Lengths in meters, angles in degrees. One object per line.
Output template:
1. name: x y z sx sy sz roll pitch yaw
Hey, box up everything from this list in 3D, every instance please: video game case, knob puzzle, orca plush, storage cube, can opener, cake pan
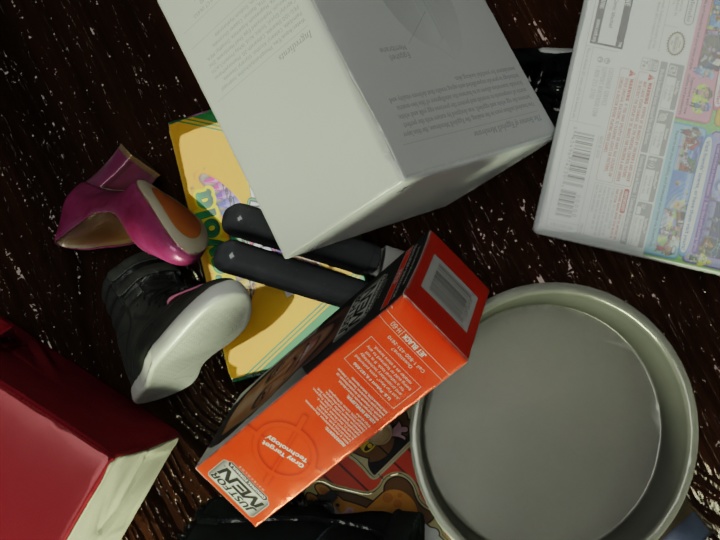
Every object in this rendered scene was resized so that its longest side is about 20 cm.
1. video game case: 0.228 -0.104 0.841 0.180 0.022 0.202 13 95 8
2. knob puzzle: 0.024 0.141 0.889 0.217 0.030 0.222 1 102 4
3. orca plush: 0.144 -0.145 0.897 0.199 0.071 0.106 32 92 8
4. storage cube: -0.265 0.151 0.890 0.179 0.171 0.201 32 92 7
5. can opener: 0.000 0.000 0.851 0.198 0.067 0.054 17 77 -22
6. cake pan: 0.130 0.110 0.835 0.198 0.037 0.202 0 87 -5

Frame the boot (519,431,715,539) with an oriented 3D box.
1. boot: 0.159 0.213 0.879 0.097 0.075 0.200 45 92 10

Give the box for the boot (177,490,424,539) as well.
1. boot: -0.050 0.206 0.810 0.161 0.198 0.074 2 104 13

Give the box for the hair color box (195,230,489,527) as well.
1. hair color box: -0.012 0.071 0.800 0.061 0.102 0.200 44 116 -8

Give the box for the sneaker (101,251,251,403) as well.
1. sneaker: -0.141 0.022 0.882 0.070 0.200 0.100 -16 76 -29

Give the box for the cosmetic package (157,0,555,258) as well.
1. cosmetic package: 0.002 -0.137 0.839 0.123 0.199 0.201 -33 82 39

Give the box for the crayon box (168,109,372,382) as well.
1. crayon box: -0.062 -0.029 0.926 0.118 0.058 0.202 -15 86 6

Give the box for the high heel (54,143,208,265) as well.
1. high heel: -0.174 -0.024 0.888 0.096 0.067 0.200 -51 38 3
